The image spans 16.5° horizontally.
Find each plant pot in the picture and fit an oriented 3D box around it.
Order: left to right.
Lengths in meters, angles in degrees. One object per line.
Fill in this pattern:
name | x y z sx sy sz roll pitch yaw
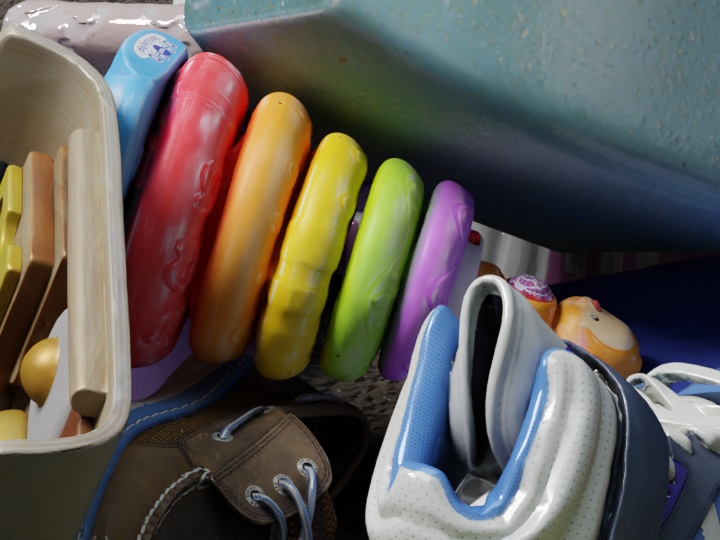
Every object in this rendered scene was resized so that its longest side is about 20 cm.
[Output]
plant pot | 0.054 -0.120 0.867 0.199 0.197 0.196 12 -5 -28

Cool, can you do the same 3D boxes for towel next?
towel | -0.027 -0.082 1.083 0.199 0.032 0.191 2 -9 19

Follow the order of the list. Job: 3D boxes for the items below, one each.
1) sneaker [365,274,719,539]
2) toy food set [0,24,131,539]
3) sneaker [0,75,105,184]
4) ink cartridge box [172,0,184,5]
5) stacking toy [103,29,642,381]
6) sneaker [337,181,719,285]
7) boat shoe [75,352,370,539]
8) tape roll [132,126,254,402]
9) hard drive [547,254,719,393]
sneaker | 0.077 0.047 0.704 0.080 0.147 0.200 13 45 38
toy food set | -0.120 0.038 0.735 0.060 0.144 0.200 14 36 -18
sneaker | -0.122 -0.034 0.905 0.099 0.071 0.200 9 19 34
ink cartridge box | 0.013 -0.128 1.192 0.144 0.084 0.200 7 -4 16
stacking toy | 0.000 0.000 0.832 0.199 0.110 0.116 17 14 0
sneaker | 0.077 -0.020 1.047 0.200 0.081 0.088 15 10 28
boat shoe | -0.044 0.075 0.803 0.072 0.072 0.200 6 22 12
tape roll | -0.117 -0.006 1.021 0.199 0.066 0.200 0 21 0
hard drive | 0.118 0.038 0.855 0.199 0.025 0.132 -11 30 18
